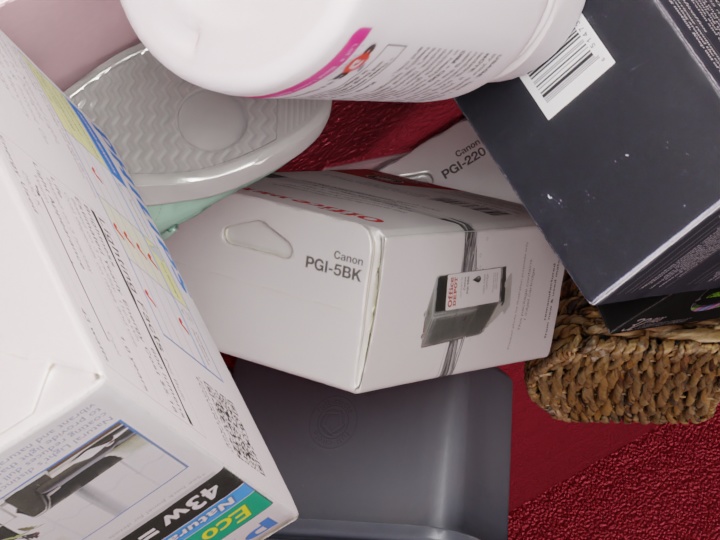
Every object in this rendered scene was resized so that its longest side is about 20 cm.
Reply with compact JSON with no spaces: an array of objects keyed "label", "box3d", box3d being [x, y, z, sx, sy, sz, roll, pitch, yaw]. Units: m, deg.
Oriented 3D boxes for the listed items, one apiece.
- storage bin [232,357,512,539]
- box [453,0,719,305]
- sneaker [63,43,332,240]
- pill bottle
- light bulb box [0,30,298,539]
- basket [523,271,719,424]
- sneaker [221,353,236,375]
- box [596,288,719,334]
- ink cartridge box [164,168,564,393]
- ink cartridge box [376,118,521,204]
[{"label":"storage bin","box3d":[0.006,0.118,1.211,0.198,0.136,0.145,1,162,28]},{"label":"box","box3d":[0.124,-0.096,0.924,0.104,0.201,0.182,-40,163,26]},{"label":"sneaker","box3d":[-0.103,-0.036,0.907,0.199,0.074,0.118,-21,159,-1]},{"label":"pill bottle","box3d":[0.005,-0.122,0.771,0.113,0.114,0.199,-39,163,27]},{"label":"light bulb box","box3d":[-0.140,0.017,0.714,0.124,0.199,0.200,-31,156,4]},{"label":"basket","box3d":[0.175,0.009,1.333,0.141,0.151,0.200,1,164,2]},{"label":"sneaker","box3d":[-0.092,0.080,1.348,0.085,0.077,0.200,-32,177,-18]},{"label":"box","box3d":[0.214,-0.056,1.121,0.148,0.125,0.199,-35,161,34]},{"label":"ink cartridge box","box3d":[0.000,0.000,1.068,0.199,0.146,0.084,-6,108,-56]},{"label":"ink cartridge box","box3d":[0.045,-0.007,1.293,0.145,0.085,0.200,-31,164,-1]}]
